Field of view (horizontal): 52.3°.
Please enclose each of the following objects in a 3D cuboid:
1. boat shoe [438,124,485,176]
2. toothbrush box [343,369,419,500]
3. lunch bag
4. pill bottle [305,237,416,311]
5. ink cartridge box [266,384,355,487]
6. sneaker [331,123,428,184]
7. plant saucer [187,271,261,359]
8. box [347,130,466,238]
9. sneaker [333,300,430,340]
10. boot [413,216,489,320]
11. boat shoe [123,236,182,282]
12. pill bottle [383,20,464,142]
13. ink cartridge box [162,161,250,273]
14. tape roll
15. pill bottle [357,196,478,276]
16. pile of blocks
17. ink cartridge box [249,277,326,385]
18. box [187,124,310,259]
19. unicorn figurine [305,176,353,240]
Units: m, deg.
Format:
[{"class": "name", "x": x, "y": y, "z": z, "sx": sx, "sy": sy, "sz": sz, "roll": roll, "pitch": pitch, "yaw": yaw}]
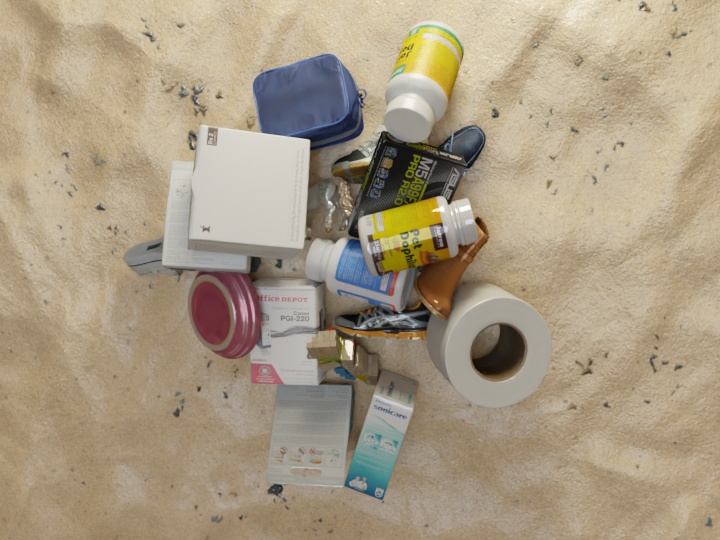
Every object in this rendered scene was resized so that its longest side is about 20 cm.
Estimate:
[{"class": "boat shoe", "x": 0.156, "y": -0.186, "z": 1.363, "sx": 0.084, "sy": 0.069, "sz": 0.200, "roll": 42, "pitch": 105, "yaw": 0}, {"class": "toothbrush box", "x": 0.043, "y": 0.318, "z": 1.440, "sx": 0.084, "sy": 0.146, "sz": 0.202, "roll": 17, "pitch": 102, "yaw": 5}, {"class": "lunch bag", "x": -0.085, "y": -0.303, "z": 1.353, "sx": 0.197, "sy": 0.132, "sz": 0.138, "roll": -11, "pitch": 82, "yaw": 12}, {"class": "pill bottle", "x": 0.000, "y": 0.000, "z": 1.399, "sx": 0.198, "sy": 0.112, "sz": 0.114, "roll": 16, "pitch": 103, "yaw": 15}, {"class": "ink cartridge box", "x": -0.097, "y": 0.328, "z": 1.464, "sx": 0.158, "sy": 0.047, "sz": 0.202, "roll": 0, "pitch": 65, "yaw": 9}, {"class": "sneaker", "x": 0.036, "y": -0.227, "z": 1.385, "sx": 0.198, "sy": 0.076, "sz": 0.089, "roll": -14, "pitch": 68, "yaw": 21}, {"class": "plant saucer", "x": -0.279, "y": 0.079, "z": 1.451, "sx": 0.199, "sy": 0.051, "sz": 0.203, "roll": 9, "pitch": 104, "yaw": 40}, {"class": "box", "x": 0.081, "y": -0.135, "z": 1.328, "sx": 0.158, "sy": 0.044, "sz": 0.201, "roll": 16, "pitch": 121, "yaw": -12}, {"class": "sneaker", "x": 0.044, "y": 0.096, "z": 1.440, "sx": 0.197, "sy": 0.078, "sz": 0.078, "roll": 1, "pitch": 89, "yaw": 5}, {"class": "boot", "x": 0.172, "y": -0.011, "z": 1.328, "sx": 0.074, "sy": 0.201, "sz": 0.154, "roll": 39, "pitch": 114, "yaw": -23}, {"class": "boat shoe", "x": -0.381, "y": -0.017, "z": 1.483, "sx": 0.200, "sy": 0.075, "sz": 0.087, "roll": -12, "pitch": 129, "yaw": 23}, {"class": "pill bottle", "x": 0.106, "y": -0.325, "z": 1.273, "sx": 0.111, "sy": 0.113, "sz": 0.202, "roll": 16, "pitch": 62, "yaw": 6}, {"class": "ink cartridge box", "x": -0.285, "y": -0.100, "z": 1.390, "sx": 0.158, "sy": 0.047, "sz": 0.203, "roll": 3, "pitch": 80, "yaw": -1}, {"class": "tape roll", "x": 0.232, "y": 0.133, "z": 1.349, "sx": 0.200, "sy": 0.139, "sz": 0.206, "roll": -2, "pitch": 100, "yaw": -10}, {"class": "pill bottle", "x": 0.101, "y": -0.064, "z": 1.284, "sx": 0.198, "sy": 0.109, "sz": 0.111, "roll": -15, "pitch": 98, "yaw": 7}, {"class": "pile of blocks", "x": -0.033, "y": 0.163, "z": 1.440, "sx": 0.081, "sy": 0.063, "sz": 0.200, "roll": -19, "pitch": 140, "yaw": 30}, {"class": "ink cartridge box", "x": -0.146, "y": 0.121, "z": 1.467, "sx": 0.144, "sy": 0.085, "sz": 0.203, "roll": 0, "pitch": 99, "yaw": 10}, {"class": "box", "x": -0.200, "y": -0.132, "z": 1.299, "sx": 0.197, "sy": 0.131, "sz": 0.202, "roll": 5, "pitch": 83, "yaw": -14}, {"class": "unicorn figurine", "x": -0.104, "y": -0.130, "z": 1.421, "sx": 0.198, "sy": 0.074, "sz": 0.139, "roll": -15, "pitch": 90, "yaw": 10}]
